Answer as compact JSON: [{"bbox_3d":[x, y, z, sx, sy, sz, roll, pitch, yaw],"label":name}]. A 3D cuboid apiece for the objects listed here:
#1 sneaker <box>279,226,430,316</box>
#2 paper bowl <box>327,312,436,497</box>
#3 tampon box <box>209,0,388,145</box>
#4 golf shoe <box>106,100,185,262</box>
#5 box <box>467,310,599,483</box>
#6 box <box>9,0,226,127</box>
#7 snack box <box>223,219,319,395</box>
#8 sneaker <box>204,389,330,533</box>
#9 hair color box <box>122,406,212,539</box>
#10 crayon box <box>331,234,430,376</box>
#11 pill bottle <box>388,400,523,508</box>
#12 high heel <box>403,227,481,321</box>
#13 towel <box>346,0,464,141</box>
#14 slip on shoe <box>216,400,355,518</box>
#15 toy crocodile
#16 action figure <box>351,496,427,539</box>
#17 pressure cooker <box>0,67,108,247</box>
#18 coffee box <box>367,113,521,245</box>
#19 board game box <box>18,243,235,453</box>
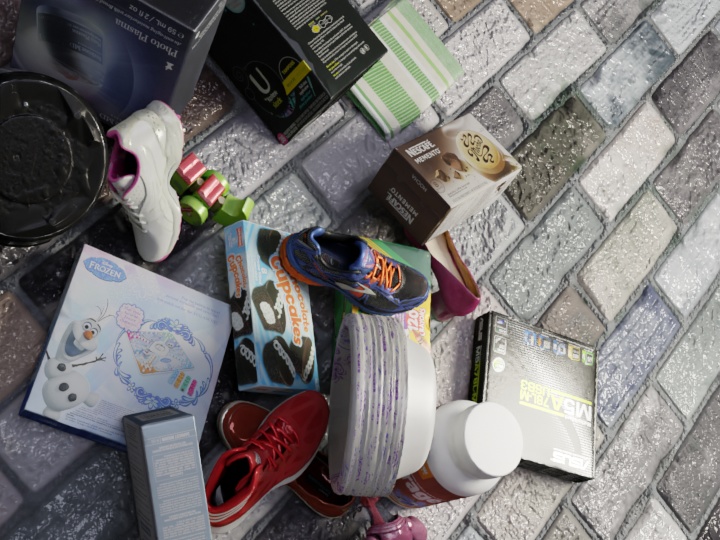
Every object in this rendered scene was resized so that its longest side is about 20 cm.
[{"bbox_3d":[0.000,0.000,1.271,0.197,0.078,0.076,17,66,-19],"label":"sneaker"},{"bbox_3d":[0.024,0.153,1.167,0.103,0.201,0.204,6,68,-8],"label":"paper bowl"},{"bbox_3d":[-0.096,-0.300,1.348,0.201,0.150,0.126,49,56,-5],"label":"tampon box"},{"bbox_3d":[-0.253,-0.092,1.174,0.075,0.203,0.091,28,38,30],"label":"golf shoe"},{"bbox_3d":[0.241,0.177,1.436,0.198,0.047,0.196,20,62,-22],"label":"box"},{"bbox_3d":[-0.275,-0.279,1.179,0.198,0.199,0.124,28,49,-5],"label":"box"},{"bbox_3d":[-0.108,0.048,1.261,0.115,0.037,0.203,14,64,-53],"label":"snack box"},{"bbox_3d":[-0.098,0.203,1.134,0.078,0.116,0.200,39,67,4],"label":"sneaker"},{"bbox_3d":[-0.200,0.253,1.091,0.060,0.099,0.204,-8,92,-24],"label":"hair color box"},{"bbox_3d":[0.028,0.066,1.344,0.117,0.058,0.203,11,68,-25],"label":"crayon box"},{"bbox_3d":[0.105,0.220,1.249,0.111,0.200,0.114,10,67,-26],"label":"pill bottle"},{"bbox_3d":[0.114,-0.035,1.407,0.066,0.096,0.203,0,73,-29],"label":"high heel"},{"bbox_3d":[0.051,-0.297,1.509,0.153,0.023,0.200,48,55,-7],"label":"towel"},{"bbox_3d":[-0.083,0.221,1.225,0.199,0.061,0.074,40,60,-10],"label":"slip on shoe"},{"bbox_3d":[-0.218,-0.123,1.268,0.200,0.062,0.068,43,57,-9],"label":"toy crocodile"},{"bbox_3d":[0.039,0.352,1.205,0.133,0.148,0.203,-23,98,-27],"label":"action figure"},{"bbox_3d":[-0.370,-0.129,1.111,0.179,0.199,0.176,-45,119,-12],"label":"pressure cooker"},{"bbox_3d":[0.118,-0.128,1.414,0.113,0.080,0.199,48,41,12],"label":"coffee box"},{"bbox_3d":[-0.259,0.101,1.176,0.198,0.043,0.202,24,64,-21],"label":"board game box"}]
